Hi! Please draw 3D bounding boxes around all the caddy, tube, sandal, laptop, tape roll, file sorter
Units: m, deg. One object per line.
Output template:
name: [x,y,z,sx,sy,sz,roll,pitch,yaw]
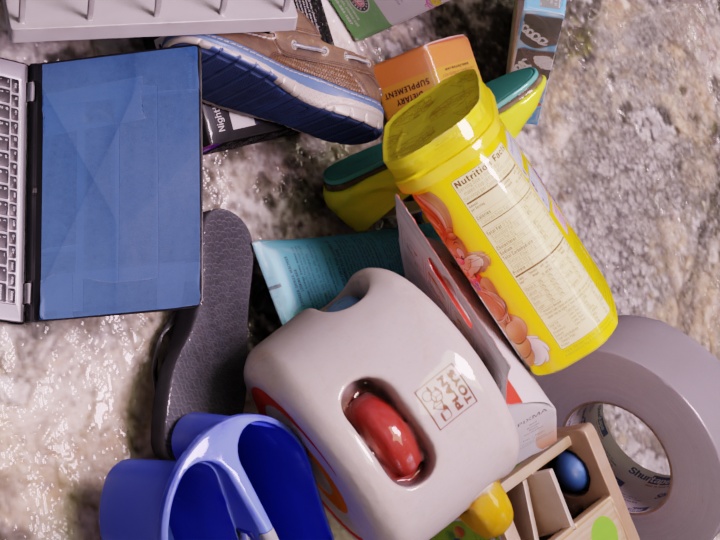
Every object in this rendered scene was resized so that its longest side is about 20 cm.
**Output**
caddy: [-0.087,0.190,1.235,0.141,0.105,0.201,-35,119,-38]
tube: [0.000,0.000,1.421,0.200,0.050,0.078,-12,72,-47]
sandal: [-0.117,0.053,1.323,0.076,0.043,0.201,36,52,-40]
laptop: [-0.219,-0.068,1.208,0.199,0.116,0.188,10,71,-40]
tape roll: [0.227,0.140,1.496,0.066,0.200,0.201,-35,102,-42]
file sorter: [-0.145,-0.251,1.237,0.199,0.125,0.139,-5,52,-18]

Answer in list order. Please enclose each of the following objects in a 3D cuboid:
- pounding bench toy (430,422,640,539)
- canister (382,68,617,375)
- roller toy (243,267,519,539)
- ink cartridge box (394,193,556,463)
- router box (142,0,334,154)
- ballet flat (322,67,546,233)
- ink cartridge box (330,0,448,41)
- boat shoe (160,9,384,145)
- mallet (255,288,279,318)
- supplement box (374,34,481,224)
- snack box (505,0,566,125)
pounding bench toy: [0.142,0.244,1.443,0.156,0.124,0.201,-28,98,-43]
canister: [0.105,-0.035,1.350,0.200,0.086,0.149,55,12,-15]
roller toy: [0.021,0.099,1.292,0.140,0.200,0.183,-36,142,-13]
ink cartridge box: [0.087,0.038,1.344,0.050,0.200,0.162,-27,65,-10]
router box: [-0.098,-0.198,1.394,0.149,0.051,0.201,-16,90,-41]
ballet flat: [0.066,-0.091,1.445,0.067,0.199,0.067,61,5,-23]
ink cartridge box: [0.045,-0.290,1.447,0.146,0.200,0.088,56,49,-15]
boat shoe: [-0.065,-0.153,1.337,0.200,0.072,0.073,21,63,-44]
mallet: [0.004,0.050,1.434,0.200,0.041,0.066,32,56,-26]
supplement box: [0.079,-0.089,1.512,0.069,0.066,0.201,-24,95,-51]
snack box: [0.150,-0.220,1.543,0.037,0.200,0.117,8,69,2]
